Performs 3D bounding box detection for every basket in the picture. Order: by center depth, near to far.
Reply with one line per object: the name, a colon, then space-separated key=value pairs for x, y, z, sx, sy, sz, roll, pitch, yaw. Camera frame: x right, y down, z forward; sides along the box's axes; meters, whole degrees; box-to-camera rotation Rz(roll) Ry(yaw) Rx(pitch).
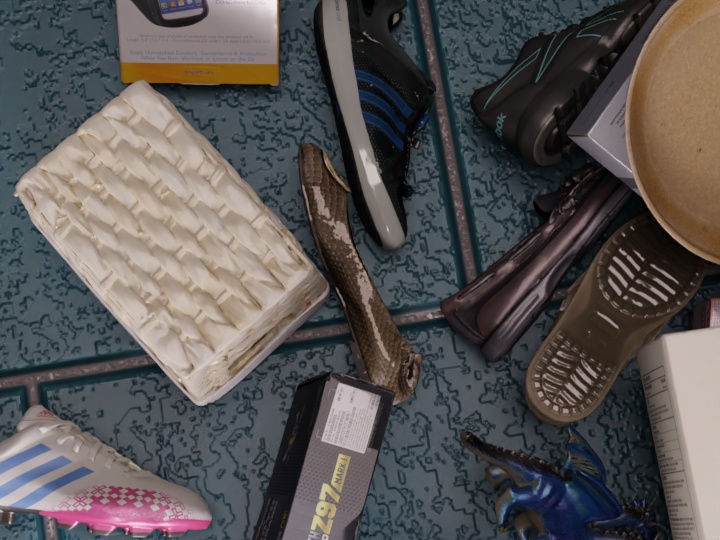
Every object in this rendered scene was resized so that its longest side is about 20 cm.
basket: x=-0.131 y=-0.021 z=1.094 sx=0.136 sy=0.123 sz=0.200 roll=-42 pitch=85 yaw=-7

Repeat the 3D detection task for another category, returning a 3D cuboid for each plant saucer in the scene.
plant saucer: x=0.261 y=-0.100 z=1.027 sx=0.200 sy=0.035 sz=0.200 roll=-2 pitch=96 yaw=-14

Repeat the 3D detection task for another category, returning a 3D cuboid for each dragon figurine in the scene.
dragon figurine: x=0.143 y=0.151 z=1.073 sx=0.099 sy=0.059 sz=0.200 roll=-26 pitch=121 yaw=11

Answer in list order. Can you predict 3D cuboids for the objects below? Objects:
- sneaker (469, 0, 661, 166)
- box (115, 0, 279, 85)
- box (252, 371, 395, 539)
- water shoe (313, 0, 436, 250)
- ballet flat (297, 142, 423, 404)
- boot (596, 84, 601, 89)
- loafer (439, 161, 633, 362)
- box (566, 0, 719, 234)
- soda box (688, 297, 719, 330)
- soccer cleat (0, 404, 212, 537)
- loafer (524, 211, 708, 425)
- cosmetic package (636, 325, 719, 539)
sneaker: x=0.166 y=-0.163 z=1.153 sx=0.079 sy=0.075 sz=0.200 roll=32 pitch=63 yaw=34
box: x=-0.117 y=-0.229 z=1.110 sx=0.119 sy=0.041 sz=0.200 roll=1 pitch=124 yaw=-2
box: x=-0.039 y=0.173 z=1.045 sx=0.051 sy=0.158 sz=0.200 roll=18 pitch=81 yaw=-7
water shoe: x=0.022 y=-0.116 z=1.142 sx=0.079 sy=0.072 sz=0.200 roll=-12 pitch=81 yaw=-6
ballet flat: x=0.000 y=0.000 z=1.121 sx=0.046 sy=0.067 sz=0.200 roll=-19 pitch=86 yaw=9
boot: x=0.267 y=-0.080 z=1.127 sx=0.200 sy=0.077 sz=0.155 roll=-4 pitch=86 yaw=-32
loafer: x=0.137 y=-0.027 z=1.133 sx=0.063 sy=0.072 sz=0.200 roll=38 pitch=84 yaw=9
box: x=0.265 y=-0.095 z=1.068 sx=0.200 sy=0.041 sz=0.156 roll=38 pitch=86 yaw=-16
soda box: x=0.267 y=0.123 z=1.109 sx=0.064 sy=0.068 sz=0.200 roll=7 pitch=81 yaw=-1
soccer cleat: x=-0.202 y=0.140 z=1.090 sx=0.200 sy=0.070 sz=0.086 roll=6 pitch=80 yaw=0
loafer: x=0.177 y=0.035 z=1.125 sx=0.076 sy=0.068 sz=0.200 roll=43 pitch=66 yaw=3
cosmetic package: x=0.249 y=0.138 z=1.020 sx=0.087 sy=0.103 sz=0.200 roll=-10 pitch=82 yaw=0
